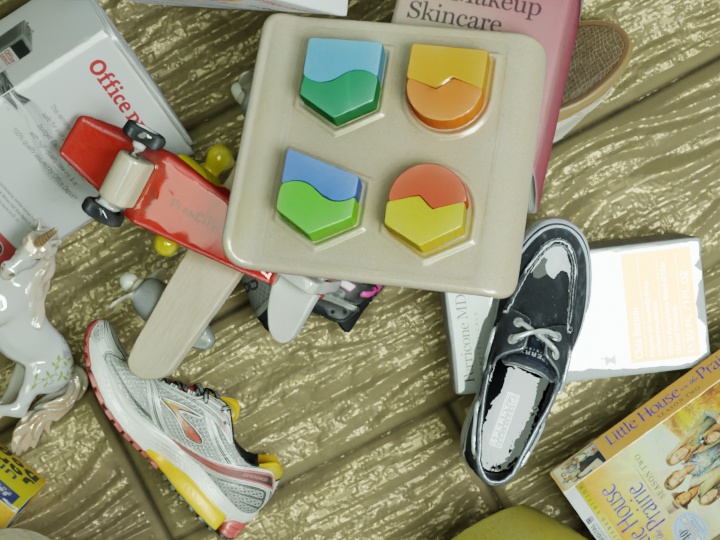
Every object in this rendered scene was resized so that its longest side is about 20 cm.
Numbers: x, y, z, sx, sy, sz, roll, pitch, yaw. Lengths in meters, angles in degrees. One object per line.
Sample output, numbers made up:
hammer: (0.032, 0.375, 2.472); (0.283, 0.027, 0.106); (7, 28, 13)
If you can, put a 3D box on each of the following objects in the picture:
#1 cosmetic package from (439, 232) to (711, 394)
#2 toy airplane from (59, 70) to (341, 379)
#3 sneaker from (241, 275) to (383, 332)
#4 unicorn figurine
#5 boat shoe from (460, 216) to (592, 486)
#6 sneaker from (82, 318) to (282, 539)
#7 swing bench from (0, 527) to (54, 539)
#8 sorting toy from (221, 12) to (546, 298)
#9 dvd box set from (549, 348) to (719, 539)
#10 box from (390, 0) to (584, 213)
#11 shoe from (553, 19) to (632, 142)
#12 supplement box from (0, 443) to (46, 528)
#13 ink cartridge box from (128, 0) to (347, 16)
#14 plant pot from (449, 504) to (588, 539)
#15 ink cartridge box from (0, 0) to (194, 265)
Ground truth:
cosmetic package: (0.164, 0.032, 1.150); (0.198, 0.071, 0.103); (-7, 94, 0)
toy airplane: (-0.099, -0.038, 1.076); (0.198, 0.141, 0.201); (-16, 102, -2)
sneaker: (0.000, 0.000, 1.147); (0.198, 0.074, 0.088); (-14, 93, 5)
unicorn figurine: (-0.266, 0.044, 1.119); (0.137, 0.201, 0.074); (-33, 53, -11)
boat shoe: (0.122, 0.060, 1.081); (0.071, 0.068, 0.202); (20, 94, -2)
sneaker: (-0.141, 0.112, 1.156); (0.082, 0.078, 0.200); (-42, 102, -2)
swing bench: (-0.227, 0.290, 1.085); (0.200, 0.199, 0.130); (-45, 50, 1)
sorting toy: (0.017, -0.083, 0.993); (0.198, 0.037, 0.187); (7, 74, 8)
dvd box set: (0.259, 0.147, 1.144); (0.199, 0.029, 0.147); (-35, 125, 1)
box: (0.088, -0.160, 1.084); (0.127, 0.109, 0.202); (11, 77, 10)
shoe: (0.125, -0.125, 1.155); (0.199, 0.053, 0.070); (-34, 73, -2)
supplement box: (-0.352, 0.215, 1.137); (0.109, 0.110, 0.200); (39, 93, -3)
ink cartridge box: (-0.094, -0.245, 1.006); (0.198, 0.128, 0.127); (8, 97, 25)
plant pot: (0.122, 0.264, 1.120); (0.199, 0.200, 0.143); (-31, 68, 1)
ink cartridge box: (-0.246, -0.101, 1.097); (0.199, 0.147, 0.083); (-32, 51, 1)
